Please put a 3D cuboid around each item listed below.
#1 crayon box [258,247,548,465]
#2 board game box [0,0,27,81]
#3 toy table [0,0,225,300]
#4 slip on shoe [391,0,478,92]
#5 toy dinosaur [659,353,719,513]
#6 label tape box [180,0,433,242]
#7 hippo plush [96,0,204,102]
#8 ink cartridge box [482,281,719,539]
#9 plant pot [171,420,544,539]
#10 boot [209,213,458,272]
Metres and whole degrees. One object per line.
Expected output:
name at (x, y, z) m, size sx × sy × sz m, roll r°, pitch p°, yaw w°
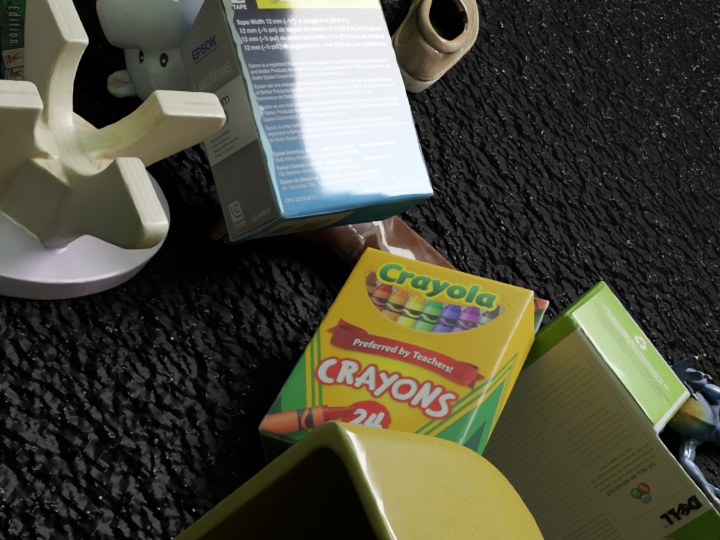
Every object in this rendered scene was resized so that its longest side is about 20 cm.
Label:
crayon box at (0.033, 0.060, 0.892) m, size 0.125 × 0.051 × 0.201 m, roll 14°, pitch 49°, yaw 20°
board game box at (-0.218, -0.227, 0.863) m, size 0.023 × 0.202 × 0.106 m, roll 1°, pitch 43°, yaw -12°
toy table at (-0.180, -0.069, 0.833) m, size 0.199 × 0.117 × 0.185 m, roll -19°, pitch 71°, yaw -50°
slip on shoe at (0.078, -0.237, 1.292) m, size 0.076 × 0.061 × 0.200 m, roll 43°, pitch 37°, yaw -5°
toy dinosaur at (0.289, 0.109, 1.174) m, size 0.201 × 0.105 × 0.181 m, roll 52°, pitch 14°, yaw 27°
label tape box at (-0.043, -0.130, 0.937) m, size 0.142 × 0.066 × 0.203 m, roll -10°, pitch 80°, yaw -42°
hippo plush at (-0.140, -0.194, 1.001) m, size 0.162 × 0.157 × 0.201 m, roll -62°, pitch 149°, yaw -35°
ink cartridge box at (0.171, 0.137, 0.972) m, size 0.201 × 0.148 × 0.076 m, roll 52°, pitch 36°, yaw 5°
plant pot at (0.023, 0.207, 0.731) m, size 0.199 × 0.195 × 0.196 m, roll 4°, pitch 54°, yaw -51°
boot at (0.000, 0.000, 1.005) m, size 0.201 × 0.064 × 0.186 m, roll 51°, pitch 38°, yaw -4°
